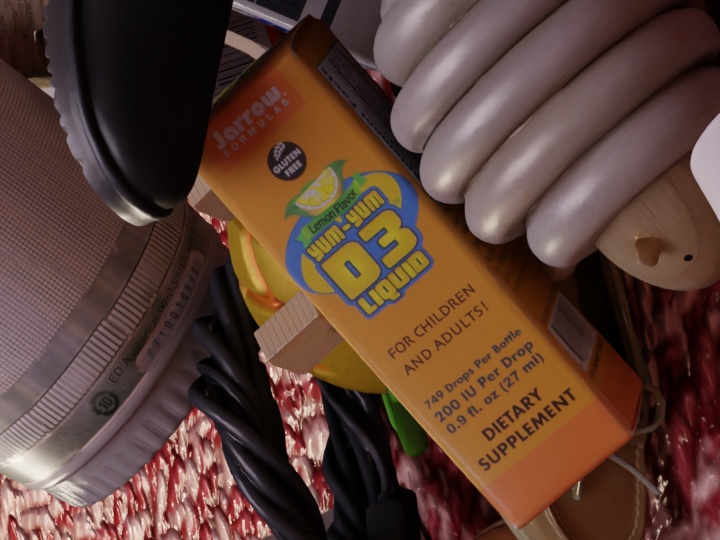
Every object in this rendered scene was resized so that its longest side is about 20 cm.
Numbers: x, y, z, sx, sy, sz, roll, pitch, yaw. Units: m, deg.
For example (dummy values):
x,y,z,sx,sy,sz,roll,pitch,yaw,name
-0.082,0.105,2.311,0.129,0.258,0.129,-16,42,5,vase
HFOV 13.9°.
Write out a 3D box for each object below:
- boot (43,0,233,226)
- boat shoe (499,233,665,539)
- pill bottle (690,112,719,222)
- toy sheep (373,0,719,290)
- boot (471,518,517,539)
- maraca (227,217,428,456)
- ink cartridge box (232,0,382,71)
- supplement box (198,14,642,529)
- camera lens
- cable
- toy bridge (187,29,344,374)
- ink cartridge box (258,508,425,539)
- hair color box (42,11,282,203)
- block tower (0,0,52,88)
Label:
x,y,z,sx,sy,sz,roll,pitch,yaw,name
-0.017,-0.122,1.057,0.199,0.066,0.166,-19,68,25,boot
0.078,0.031,1.203,0.063,0.073,0.201,-9,99,67,boat shoe
0.189,0.027,0.936,0.201,0.111,0.111,60,153,20,pill bottle
0.067,-0.073,1.089,0.200,0.138,0.138,46,150,7,toy sheep
0.041,0.162,1.273,0.200,0.154,0.074,-10,99,64,boot
0.000,0.000,1.305,0.200,0.106,0.138,76,178,-56,maraca
-0.073,-0.134,1.203,0.099,0.199,0.039,-144,76,-79,ink cartridge box
0.020,0.000,1.136,0.200,0.066,0.069,48,-162,-4,supplement box
-0.172,-0.003,1.395,0.200,0.160,0.160,37,161,-18,camera lens
-0.030,0.068,1.359,0.163,0.051,0.201,47,-153,-38,cable
-0.044,-0.049,1.223,0.067,0.027,0.201,-43,54,20,toy bridge
-0.055,0.223,1.453,0.148,0.199,0.145,63,154,13,ink cartridge box
-0.098,-0.081,1.485,0.200,0.061,0.102,-21,88,63,hair color box
-0.130,-0.122,1.391,0.200,0.054,0.058,-10,86,64,block tower
